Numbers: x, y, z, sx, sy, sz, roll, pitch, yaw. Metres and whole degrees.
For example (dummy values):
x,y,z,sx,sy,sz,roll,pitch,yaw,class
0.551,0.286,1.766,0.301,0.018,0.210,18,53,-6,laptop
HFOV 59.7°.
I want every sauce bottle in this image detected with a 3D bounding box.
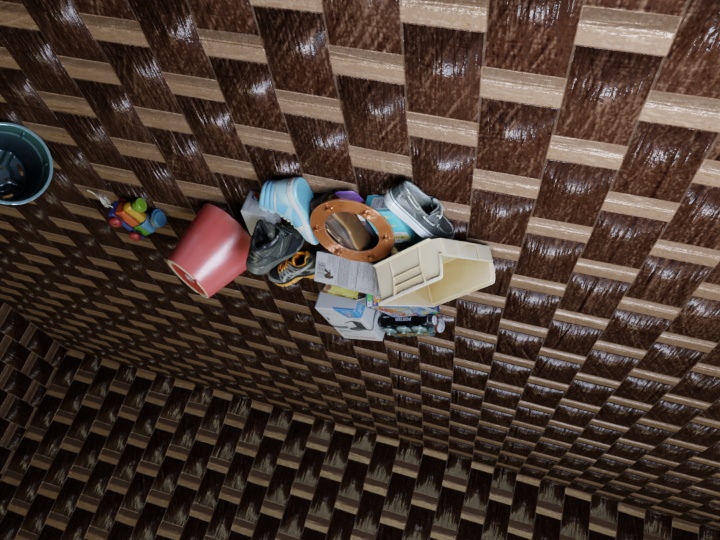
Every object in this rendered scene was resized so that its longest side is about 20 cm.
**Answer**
x,y,z,sx,sy,sz,roll,pitch,yaw,class
-0.022,0.047,1.704,0.198,0.067,0.066,15,159,-31,sauce bottle

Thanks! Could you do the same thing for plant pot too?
x,y,z,sx,sy,sz,roll,pitch,yaw,class
-0.387,-0.040,1.623,0.199,0.178,0.201,34,159,15,plant pot
-0.921,-0.260,1.620,0.199,0.202,0.195,35,158,-31,plant pot

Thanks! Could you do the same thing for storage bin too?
x,y,z,sx,sy,sz,roll,pitch,yaw,class
0.167,0.007,1.394,0.199,0.095,0.197,5,157,-45,storage bin

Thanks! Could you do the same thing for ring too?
x,y,z,sx,sy,sz,roll,pitch,yaw,class
-0.021,-0.082,1.405,0.198,0.019,0.201,13,145,9,ring

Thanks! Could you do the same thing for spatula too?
x,y,z,sx,sy,sz,roll,pitch,yaw,class
0.001,-0.128,1.441,0.056,0.021,0.200,2,150,27,spatula

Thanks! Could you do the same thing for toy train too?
x,y,z,sx,sy,sz,roll,pitch,yaw,class
0.149,0.154,1.831,0.198,0.086,0.114,-6,157,37,toy train
-0.636,-0.171,1.719,0.115,0.086,0.200,-13,141,31,toy train

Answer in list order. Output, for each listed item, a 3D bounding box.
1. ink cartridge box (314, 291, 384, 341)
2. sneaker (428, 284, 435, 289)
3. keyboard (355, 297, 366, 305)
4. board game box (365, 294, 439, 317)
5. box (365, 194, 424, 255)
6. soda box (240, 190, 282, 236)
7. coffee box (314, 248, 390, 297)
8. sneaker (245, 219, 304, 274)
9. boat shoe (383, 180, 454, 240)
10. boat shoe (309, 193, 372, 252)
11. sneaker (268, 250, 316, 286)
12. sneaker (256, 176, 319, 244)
x,y,z,sx,sy,sz,roll,pitch,yaw,class
-0.023,0.128,1.880,0.143,0.085,0.200,1,149,30,ink cartridge box
0.190,0.019,1.567,0.198,0.079,0.079,9,171,32,sneaker
0.084,0.063,1.685,0.198,0.011,0.056,-17,154,22,keyboard
0.116,0.089,1.674,0.134,0.035,0.199,-9,164,26,board game box
0.083,-0.093,1.423,0.081,0.050,0.200,2,149,30,box
-0.240,-0.113,1.579,0.067,0.064,0.201,13,154,11,soda box
0.000,0.000,1.550,0.198,0.081,0.113,12,-166,24,coffee box
-0.193,-0.083,1.497,0.076,0.199,0.115,33,134,19,sneaker
0.139,-0.118,1.310,0.199,0.073,0.071,27,137,-35,boat shoe
-0.043,-0.103,1.465,0.070,0.071,0.201,-9,135,32,boat shoe
-0.183,-0.014,1.728,0.198,0.079,0.077,-15,141,33,sneaker
-0.167,-0.141,1.465,0.129,0.080,0.201,5,141,21,sneaker
